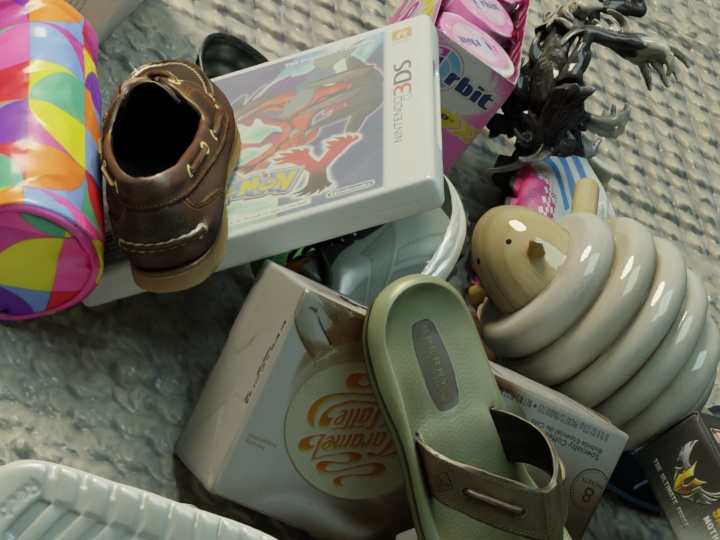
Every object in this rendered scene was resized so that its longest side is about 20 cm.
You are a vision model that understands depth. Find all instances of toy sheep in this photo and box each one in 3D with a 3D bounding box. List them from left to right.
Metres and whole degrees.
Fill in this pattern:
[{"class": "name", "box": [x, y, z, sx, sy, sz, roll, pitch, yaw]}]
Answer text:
[{"class": "toy sheep", "box": [0.141, 0.034, 1.307, 0.200, 0.138, 0.138, 37, 32, -15]}]

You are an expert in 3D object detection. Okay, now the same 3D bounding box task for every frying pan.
[{"class": "frying pan", "box": [-0.039, -0.065, 1.401, 0.190, 0.031, 0.115, 51, 24, -11]}]

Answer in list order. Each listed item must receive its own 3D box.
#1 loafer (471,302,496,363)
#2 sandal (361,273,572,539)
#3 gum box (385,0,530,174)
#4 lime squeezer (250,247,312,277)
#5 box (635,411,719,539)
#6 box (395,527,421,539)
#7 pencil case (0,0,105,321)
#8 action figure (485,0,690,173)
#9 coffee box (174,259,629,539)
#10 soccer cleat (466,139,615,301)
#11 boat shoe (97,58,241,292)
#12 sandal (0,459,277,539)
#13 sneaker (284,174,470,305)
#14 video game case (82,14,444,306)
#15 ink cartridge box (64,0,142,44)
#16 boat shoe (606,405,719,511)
[{"class": "loafer", "box": [0.134, 0.036, 1.416, 0.200, 0.071, 0.073, -4, 53, -46]}, {"class": "sandal", "box": [0.061, 0.096, 1.109, 0.080, 0.057, 0.201, -27, 93, -37]}, {"class": "gum box", "box": [0.050, -0.133, 1.479, 0.066, 0.114, 0.200, 34, 26, -9]}, {"class": "lime squeezer", "box": [-0.055, -0.027, 1.336, 0.200, 0.038, 0.071, 43, 33, 7]}, {"class": "box", "box": [0.251, 0.182, 1.281, 0.158, 0.048, 0.200, 15, 45, -49]}, {"class": "box", "box": [0.099, 0.223, 1.143, 0.200, 0.036, 0.144, 21, 62, -24]}, {"class": "pencil case", "box": [-0.180, -0.063, 1.214, 0.088, 0.088, 0.200, 24, 36, -23]}, {"class": "action figure", "box": [0.151, -0.134, 1.475, 0.102, 0.119, 0.200, 29, 67, -16]}, {"class": "coffee box", "box": [0.022, 0.089, 1.187, 0.200, 0.114, 0.080, 26, 2, -22]}, {"class": "soccer cleat", "box": [0.126, -0.033, 1.488, 0.086, 0.070, 0.200, 27, 33, -4]}, {"class": "boat shoe", "box": [-0.101, -0.069, 1.201, 0.200, 0.070, 0.070, -104, 177, -59]}, {"class": "sandal", "box": [-0.088, 0.146, 1.079, 0.203, 0.082, 0.050, 32, -10, -9]}, {"class": "sneaker", "box": [0.000, 0.000, 1.283, 0.079, 0.074, 0.200, 46, 44, -19]}, {"class": "video game case", "box": [-0.053, -0.064, 1.250, 0.182, 0.200, 0.023, -89, 160, -56]}, {"class": "ink cartridge box", "box": [-0.192, -0.253, 1.369, 0.200, 0.147, 0.146, 38, 33, -4]}, {"class": "boat shoe", "box": [0.214, 0.106, 1.415, 0.200, 0.069, 0.084, 13, 41, -35]}]
